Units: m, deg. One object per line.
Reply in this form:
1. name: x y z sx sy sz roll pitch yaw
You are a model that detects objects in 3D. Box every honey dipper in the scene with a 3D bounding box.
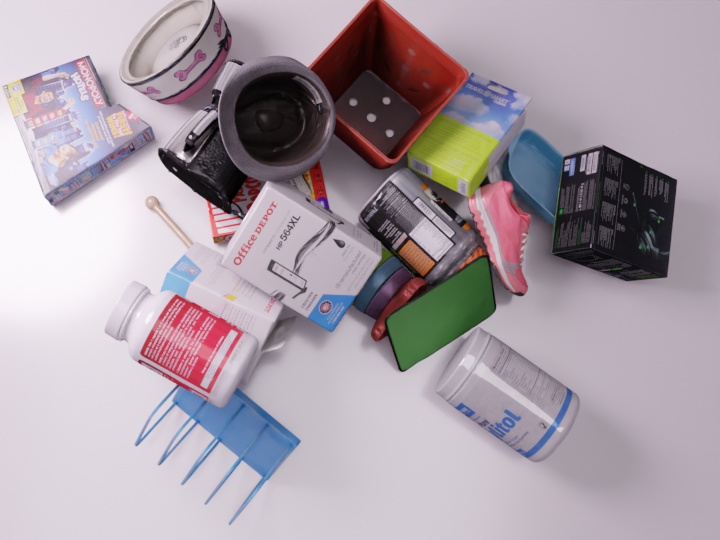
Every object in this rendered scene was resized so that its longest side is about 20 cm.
1. honey dipper: -0.285 -0.046 1.444 0.038 0.038 0.200 -43 83 -12

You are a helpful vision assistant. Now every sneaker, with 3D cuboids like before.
1. sneaker: 0.244 -0.132 1.498 0.080 0.070 0.202 -14 86 -26
2. sneaker: 0.242 -0.052 1.421 0.086 0.074 0.201 -22 106 14

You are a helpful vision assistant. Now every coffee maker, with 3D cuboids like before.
1. coffee maker: -0.190 -0.202 1.400 0.192 0.134 0.201 41 77 -22

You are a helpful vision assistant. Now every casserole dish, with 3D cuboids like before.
1. casserole dish: 0.310 -0.150 1.491 0.200 0.039 0.122 38 58 -18

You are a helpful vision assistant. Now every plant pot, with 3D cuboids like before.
1. plant pot: 0.027 -0.280 1.446 0.199 0.176 0.200 40 77 2

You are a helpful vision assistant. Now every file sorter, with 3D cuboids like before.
1. file sorter: -0.219 0.259 1.318 0.200 0.139 0.123 39 47 2

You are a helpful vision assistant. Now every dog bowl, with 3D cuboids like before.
1. dog bowl: -0.293 -0.355 1.430 0.201 0.199 0.074 -55 130 -12

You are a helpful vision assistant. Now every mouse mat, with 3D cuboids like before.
1. mouse mat: 0.132 0.071 1.413 0.199 0.161 0.008 -31 50 -11

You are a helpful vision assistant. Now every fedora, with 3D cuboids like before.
1. fedora: -0.136 -0.221 1.301 0.199 0.090 0.178 -25 107 -29

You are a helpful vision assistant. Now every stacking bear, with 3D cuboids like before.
1. stacking bear: 0.000 0.000 1.427 0.200 0.114 0.122 41 107 12

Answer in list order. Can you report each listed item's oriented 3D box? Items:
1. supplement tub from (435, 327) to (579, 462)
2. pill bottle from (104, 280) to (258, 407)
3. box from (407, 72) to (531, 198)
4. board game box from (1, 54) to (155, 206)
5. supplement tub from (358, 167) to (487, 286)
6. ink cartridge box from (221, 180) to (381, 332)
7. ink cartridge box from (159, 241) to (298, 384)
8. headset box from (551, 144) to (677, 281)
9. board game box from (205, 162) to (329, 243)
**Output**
1. supplement tub: 0.234 0.198 1.403 0.199 0.132 0.132 34 78 2
2. pill bottle: -0.254 0.100 1.249 0.199 0.112 0.113 29 78 -2
3. box: 0.178 -0.223 1.431 0.121 0.048 0.200 29 65 21
4. board game box: -0.452 -0.238 1.446 0.198 0.062 0.201 -22 82 -10
5. supplement tub: 0.103 -0.061 1.441 0.200 0.123 0.123 44 78 2
6. ink cartridge box: -0.088 -0.026 1.323 0.199 0.084 0.147 31 106 -10
7. ink cartridge box: -0.205 0.070 1.359 0.199 0.129 0.126 27 114 -1
8. headset box: 0.428 -0.088 1.464 0.199 0.093 0.176 16 77 -29
9. board game box: -0.161 -0.139 1.465 0.198 0.046 0.153 -12 79 -8
